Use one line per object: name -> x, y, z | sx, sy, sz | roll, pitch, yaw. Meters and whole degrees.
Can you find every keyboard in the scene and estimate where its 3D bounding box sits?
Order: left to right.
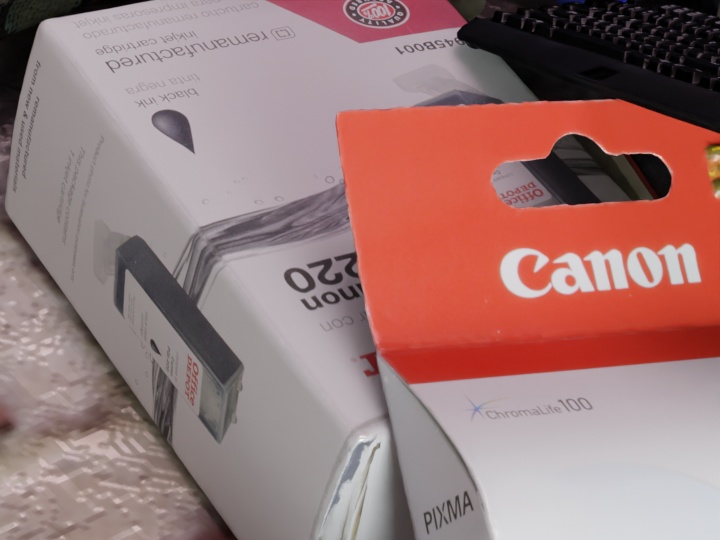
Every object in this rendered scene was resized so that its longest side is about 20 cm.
keyboard -> 0.112, -0.070, 0.837 | 0.104, 0.040, 0.200 | -3, 15, -24

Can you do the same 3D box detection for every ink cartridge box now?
ink cartridge box -> 0.000, 0.000, 0.879 | 0.145, 0.085, 0.200 | -14, 49, -31
ink cartridge box -> 0.088, 0.041, 0.782 | 0.160, 0.047, 0.201 | -4, 75, -29

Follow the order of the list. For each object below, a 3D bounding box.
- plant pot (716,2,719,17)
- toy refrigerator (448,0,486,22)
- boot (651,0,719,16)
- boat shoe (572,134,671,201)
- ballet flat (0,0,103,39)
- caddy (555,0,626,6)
plant pot -> 0.216, -0.047, 0.915 | 0.187, 0.188, 0.200 | -22, 52, -37
toy refrigerator -> -0.041, -0.161, 1.066 | 0.200, 0.076, 0.070 | 31, 42, 20
boot -> 0.156, -0.172, 1.089 | 0.153, 0.073, 0.204 | -9, 76, -28
boat shoe -> 0.129, 0.019, 0.901 | 0.062, 0.071, 0.200 | -24, 57, -19
ballet flat -> -0.145, -0.107, 0.975 | 0.074, 0.074, 0.200 | 34, 43, 22
caddy -> 0.109, -0.174, 0.952 | 0.200, 0.141, 0.105 | -35, 83, -4
